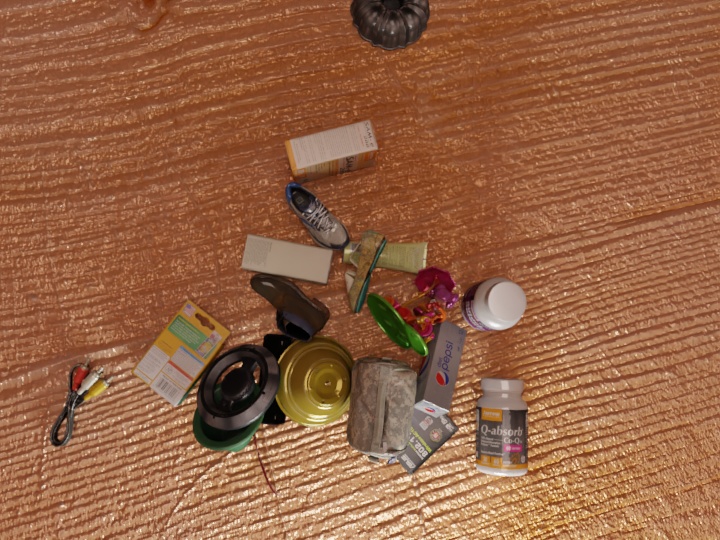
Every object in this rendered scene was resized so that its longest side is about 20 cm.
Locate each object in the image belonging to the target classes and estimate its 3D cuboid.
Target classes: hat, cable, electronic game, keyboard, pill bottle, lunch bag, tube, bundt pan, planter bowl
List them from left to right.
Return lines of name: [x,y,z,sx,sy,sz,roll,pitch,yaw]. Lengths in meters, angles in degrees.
cable: [-0.631,0.284,1.356,0.097,0.050,0.201,34,82,5]
electronic game: [-0.264,0.249,1.340,0.198,0.042,0.202,-13,50,15]
hat: [-0.266,0.371,1.383,0.164,0.177,0.201,-6,46,11]
keyboard: [-0.177,0.247,1.403,0.103,0.040,0.203,3,83,21]
planter bowl: [-0.083,0.242,1.347,0.198,0.083,0.203,2,84,-22]
lunch bag: [0.041,0.279,1.269,0.138,0.168,0.202,6,82,5]
tube: [0.057,-0.034,1.439,0.197,0.058,0.052,4,40,-5]
bundt pan: [0.075,-0.645,1.497,0.199,0.076,0.204,0,83,-2]
pill bottle: [0.293,0.074,1.359,0.111,0.200,0.114,0,83,-3]
pill bottle: [0.312,0.341,1.371,0.115,0.116,0.203,2,83,-3]

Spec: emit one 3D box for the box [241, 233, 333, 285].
box: [-0.165,-0.024,1.411,0.198,0.068,0.083,12,83,-2]

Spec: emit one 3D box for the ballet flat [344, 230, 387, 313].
ballet flat: [0.000,0.000,1.394,0.070,0.071,0.202,20,115,-1]

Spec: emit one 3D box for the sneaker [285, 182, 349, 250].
sneaker: [-0.105,-0.124,1.404,0.200,0.085,0.077,43,83,14]

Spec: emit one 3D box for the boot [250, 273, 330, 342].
boot: [-0.168,0.081,1.375,0.198,0.097,0.075,27,125,0]

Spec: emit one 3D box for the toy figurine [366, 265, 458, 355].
toy figurine: [0.144,0.072,1.377,0.183,0.200,0.151,-37,131,-18]

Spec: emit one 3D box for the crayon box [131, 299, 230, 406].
crayon box: [-0.394,0.182,1.382,0.125,0.052,0.201,37,83,2]

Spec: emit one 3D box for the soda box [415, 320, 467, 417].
soda box: [0.174,0.213,1.365,0.068,0.063,0.202,24,59,-11]

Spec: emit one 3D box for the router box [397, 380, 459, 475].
router box: [0.100,0.328,1.387,0.150,0.062,0.200,-41,87,-6]

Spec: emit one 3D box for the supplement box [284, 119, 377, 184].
supplement box: [-0.066,-0.267,1.418,0.198,0.126,0.074,-15,83,-4]
